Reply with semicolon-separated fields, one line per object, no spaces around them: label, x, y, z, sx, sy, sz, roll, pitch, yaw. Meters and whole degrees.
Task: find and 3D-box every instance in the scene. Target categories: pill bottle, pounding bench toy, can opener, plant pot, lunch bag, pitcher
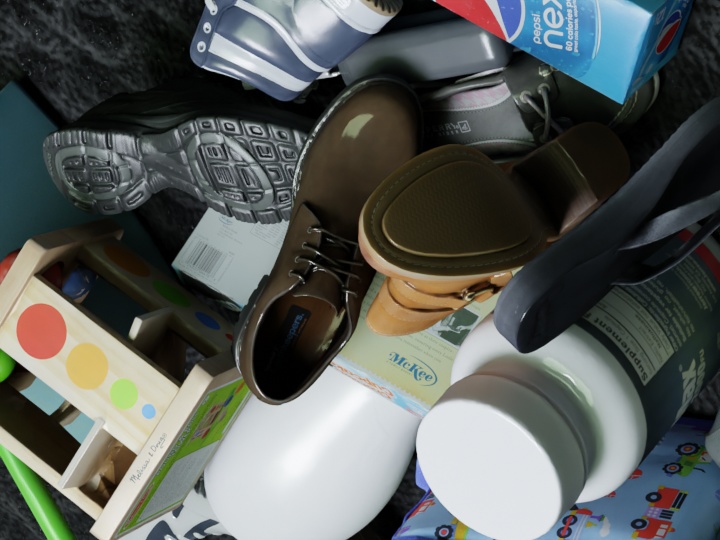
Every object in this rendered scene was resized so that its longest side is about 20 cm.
pill bottle;0.119;0.058;1.390;0.119;0.200;0.120;21;131;26
pounding bench toy;-0.179;0.089;1.532;0.156;0.124;0.201;36;105;10
can opener;0.007;-0.134;1.448;0.199;0.053;0.067;-1;118;39
plant pot;-0.223;0.012;1.680;0.200;0.141;0.141;43;137;-6
lunch bag;0.120;0.142;1.474;0.199;0.151;0.094;15;129;23
pitcher;-0.028;0.073;1.594;0.172;0.121;0.200;55;128;16

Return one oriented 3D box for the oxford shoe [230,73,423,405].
oxford shoe;-0.011;-0.012;1.415;0.072;0.084;0.201;18;103;-10

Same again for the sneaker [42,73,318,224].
sneaker;-0.091;-0.082;1.500;0.199;0.091;0.076;6;127;26

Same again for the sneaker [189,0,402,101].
sneaker;-0.075;-0.189;1.431;0.108;0.070;0.200;-44;80;30

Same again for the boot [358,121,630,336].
boot;0.042;-0.007;1.362;0.155;0.199;0.074;-39;74;45

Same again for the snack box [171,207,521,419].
snack box;0.000;0.000;1.507;0.199;0.116;0.037;29;167;19

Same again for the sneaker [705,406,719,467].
sneaker;0.236;0.026;1.379;0.085;0.074;0.200;41;128;16

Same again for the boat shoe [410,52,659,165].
boat shoe;0.079;-0.083;1.425;0.199;0.057;0.067;-10;113;42

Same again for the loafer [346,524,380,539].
loafer;0.035;0.236;1.688;0.073;0.071;0.200;-14;127;37

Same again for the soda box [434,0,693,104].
soda box;0.079;-0.173;1.352;0.199;0.068;0.064;30;134;18

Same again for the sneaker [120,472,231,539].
sneaker;-0.113;0.171;1.748;0.198;0.079;0.130;19;131;28

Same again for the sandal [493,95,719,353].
sandal;0.156;-0.020;1.321;0.043;0.200;0.076;43;166;26
